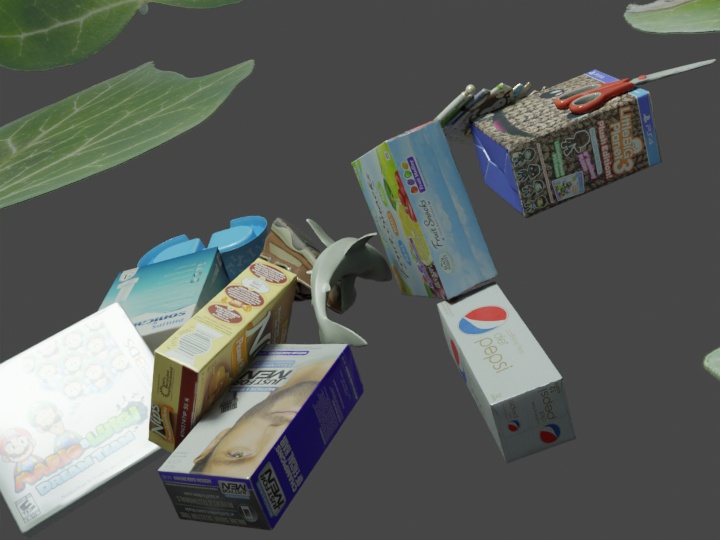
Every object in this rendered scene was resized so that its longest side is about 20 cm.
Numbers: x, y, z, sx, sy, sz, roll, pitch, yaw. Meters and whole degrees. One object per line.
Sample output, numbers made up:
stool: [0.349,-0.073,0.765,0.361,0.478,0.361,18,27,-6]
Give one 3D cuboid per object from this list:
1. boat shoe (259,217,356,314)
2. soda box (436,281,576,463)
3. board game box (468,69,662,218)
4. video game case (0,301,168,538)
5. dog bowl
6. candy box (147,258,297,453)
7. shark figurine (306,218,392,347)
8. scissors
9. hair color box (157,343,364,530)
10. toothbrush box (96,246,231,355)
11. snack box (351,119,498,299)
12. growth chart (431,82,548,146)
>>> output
boat shoe: [-0.070,0.007,1.190,0.072,0.075,0.200,-53,36,6]
soda box: [0.129,0.087,0.875,0.067,0.065,0.201,-19,24,-1]
board game box: [0.267,-0.172,1.259,0.196,0.098,0.160,-22,25,-5]
video game case: [-0.297,0.147,0.990,0.198,0.024,0.183,-30,64,-22]
dog bowl: [-0.219,-0.017,1.357,0.196,0.050,0.112,-15,25,8]
candy box: [-0.139,0.086,0.981,0.054,0.117,0.200,23,35,15]
shark figurine: [-0.013,-0.002,1.060,0.089,0.129,0.215,-32,14,29]
scissors: [0.344,-0.241,1.206,0.196,0.014,0.073,-22,23,0]
hair color box: [-0.088,0.150,0.906,0.107,0.066,0.201,-3,31,30]
toothbrush box: [-0.242,0.066,1.161,0.143,0.087,0.201,-14,25,8]
snack box: [0.063,-0.060,1.029,0.067,0.172,0.200,-22,3,-9]
growth chart: [0.180,-0.215,1.336,0.197,0.018,0.145,-1,-33,-41]
